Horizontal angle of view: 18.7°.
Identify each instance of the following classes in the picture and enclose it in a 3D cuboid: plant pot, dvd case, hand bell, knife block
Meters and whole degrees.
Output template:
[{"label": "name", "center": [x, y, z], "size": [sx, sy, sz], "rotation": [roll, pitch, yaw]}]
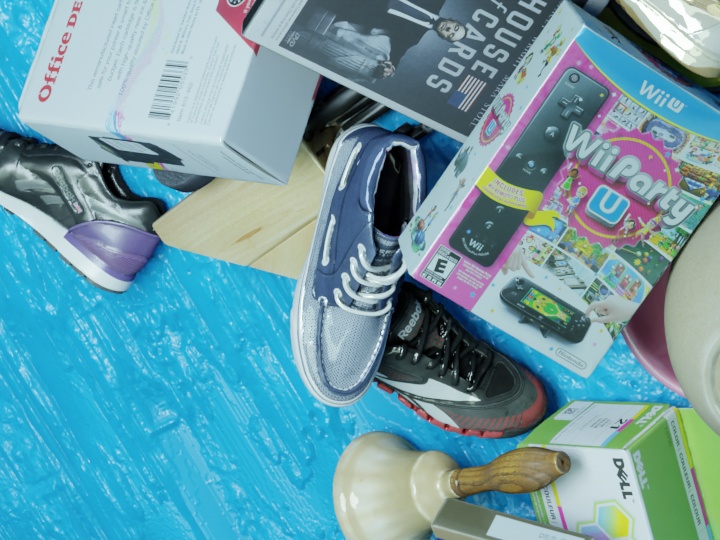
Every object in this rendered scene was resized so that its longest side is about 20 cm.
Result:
[{"label": "plant pot", "center": [0.280, 0.045, 1.406], "size": [0.199, 0.134, 0.202], "rotation": [9, 114, 20]}, {"label": "dvd case", "center": [0.043, -0.172, 1.447], "size": [0.199, 0.025, 0.151], "rotation": [24, 125, -18]}, {"label": "hand bell", "center": [0.080, 0.153, 1.611], "size": [0.199, 0.104, 0.105], "rotation": [-19, 104, 48]}, {"label": "knife block", "center": [-0.049, -0.087, 1.623], "size": [0.199, 0.064, 0.177], "rotation": [14, 116, 18]}]

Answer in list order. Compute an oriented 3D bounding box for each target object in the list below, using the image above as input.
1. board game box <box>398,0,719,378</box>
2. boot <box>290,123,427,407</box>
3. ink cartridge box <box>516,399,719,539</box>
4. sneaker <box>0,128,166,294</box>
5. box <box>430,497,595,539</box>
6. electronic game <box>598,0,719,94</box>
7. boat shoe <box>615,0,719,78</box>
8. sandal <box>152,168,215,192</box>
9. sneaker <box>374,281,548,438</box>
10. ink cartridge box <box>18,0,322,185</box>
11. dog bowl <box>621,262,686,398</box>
[{"label": "board game box", "center": [0.141, -0.052, 1.437], "size": [0.147, 0.064, 0.201], "rotation": [29, 106, -16]}, {"label": "boot", "center": [0.000, 0.000, 1.514], "size": [0.072, 0.090, 0.202], "rotation": [4, 95, -17]}, {"label": "ink cartridge box", "center": [0.227, 0.176, 1.575], "size": [0.199, 0.076, 0.149], "rotation": [-1, 113, 44]}, {"label": "sneaker", "center": [-0.237, -0.078, 1.717], "size": [0.200, 0.076, 0.088], "rotation": [38, 107, 0]}, {"label": "box", "center": [0.133, 0.248, 1.610], "size": [0.120, 0.033, 0.201], "rotation": [12, 146, 29]}, {"label": "electronic game", "center": [0.223, -0.214, 1.459], "size": [0.198, 0.042, 0.202], "rotation": [10, 115, 21]}, {"label": "boat shoe", "center": [0.179, -0.214, 1.422], "size": [0.200, 0.074, 0.069], "rotation": [42, 117, 6]}, {"label": "sandal", "center": [-0.072, -0.126, 1.593], "size": [0.200, 0.076, 0.043], "rotation": [-43, 133, 14]}, {"label": "sneaker", "center": [0.049, 0.062, 1.613], "size": [0.199, 0.071, 0.098], "rotation": [25, 156, 2]}, {"label": "ink cartridge box", "center": [-0.128, -0.150, 1.556], "size": [0.199, 0.083, 0.147], "rotation": [9, 76, 37]}, {"label": "dog bowl", "center": [0.262, 0.008, 1.519], "size": [0.199, 0.074, 0.202], "rotation": [10, 116, 21]}]
